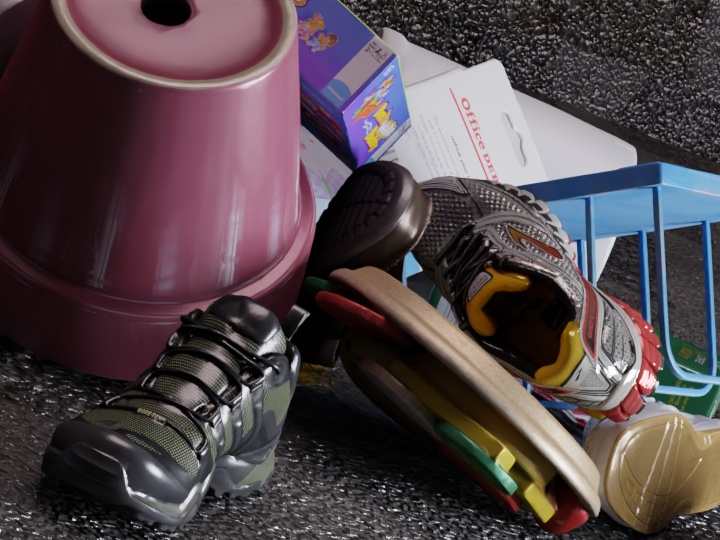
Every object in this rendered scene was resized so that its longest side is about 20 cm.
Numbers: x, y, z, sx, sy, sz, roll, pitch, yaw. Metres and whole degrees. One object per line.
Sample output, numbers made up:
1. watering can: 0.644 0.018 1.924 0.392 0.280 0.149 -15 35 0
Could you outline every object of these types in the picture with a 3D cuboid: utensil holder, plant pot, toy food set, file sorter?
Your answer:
1. utensil holder: 0.073 -0.056 2.047 0.199 0.170 0.170 22 10 -7
2. plant pot: -0.111 -0.072 1.517 0.199 0.179 0.200 8 45 -9
3. toy food set: 0.048 0.068 1.558 0.200 0.049 0.198 40 -6 31
4. file sorter: 0.134 0.016 1.716 0.200 0.123 0.139 -8 -11 38

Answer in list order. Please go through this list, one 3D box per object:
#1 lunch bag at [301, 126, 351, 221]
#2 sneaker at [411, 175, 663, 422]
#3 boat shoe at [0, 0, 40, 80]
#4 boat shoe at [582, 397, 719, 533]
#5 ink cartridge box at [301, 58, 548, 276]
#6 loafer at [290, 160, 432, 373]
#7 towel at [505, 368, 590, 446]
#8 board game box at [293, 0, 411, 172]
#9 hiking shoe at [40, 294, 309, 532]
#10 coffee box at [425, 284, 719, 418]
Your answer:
1. lunch bag: -0.116 -0.051 1.760 0.200 0.128 0.169 15 5 36
2. sneaker: 0.084 0.004 1.613 0.082 0.078 0.200 18 17 -46
3. boat shoe: -0.168 -0.151 1.629 0.068 0.074 0.199 51 24 14
4. boat shoe: 0.158 0.107 1.679 0.069 0.071 0.200 21 4 25
5. ink cartridge box: 0.032 -0.059 1.894 0.068 0.115 0.200 -21 1 41
6. loafer: 0.000 0.000 1.666 0.071 0.073 0.200 30 -28 -10
7. towel: 0.145 0.085 1.877 0.200 0.023 0.144 29 12 36
8. board game box: -0.060 -0.150 1.625 0.200 0.045 0.134 43 -7 12
9. hiking shoe: -0.082 0.056 1.341 0.076 0.101 0.200 23 10 14
10. coffee box: 0.144 0.047 1.900 0.199 0.044 0.123 22 7 7
